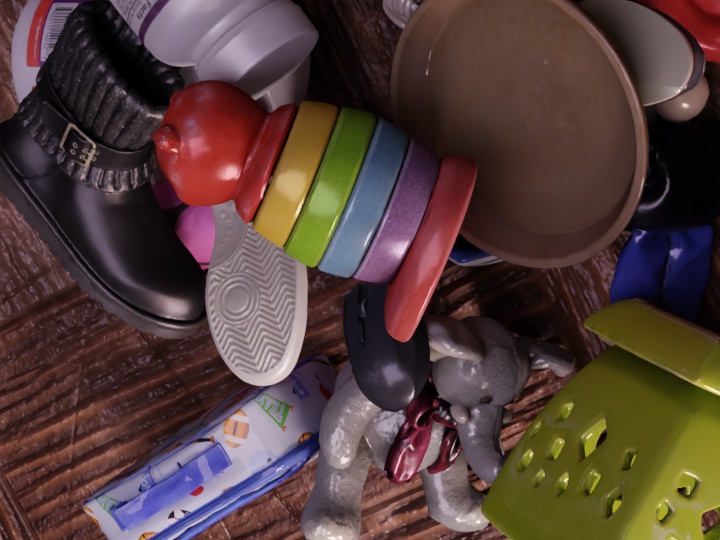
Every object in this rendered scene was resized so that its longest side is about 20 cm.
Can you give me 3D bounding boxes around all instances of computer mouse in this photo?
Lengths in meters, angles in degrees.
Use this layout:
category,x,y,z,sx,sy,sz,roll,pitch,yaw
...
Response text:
category,x,y,z,sx,sy,sz,roll,pitch,yaw
computer mouse,0.000,0.000,1.680,0.059,0.034,0.201,-33,64,37

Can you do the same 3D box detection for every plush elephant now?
category,x,y,z,sx,sy,sz,roll,pitch,yaw
plush elephant,0.062,0.094,1.739,0.155,0.164,0.201,-11,77,51

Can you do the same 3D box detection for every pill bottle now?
category,x,y,z,sx,sy,sz,roll,pitch,yaw
pill bottle,-0.141,-0.149,1.783,0.199,0.112,0.113,3,107,23
pill bottle,-0.119,-0.208,1.657,0.112,0.112,0.200,-43,80,28

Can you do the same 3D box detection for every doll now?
category,x,y,z,sx,sy,sz,roll,pitch,yaw
doll,0.203,-0.043,1.671,0.048,0.136,0.201,-135,45,-55

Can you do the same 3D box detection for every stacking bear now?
category,x,y,z,sx,sy,sz,roll,pitch,yaw
stacking bear,-0.037,-0.058,1.600,0.199,0.122,0.114,22,127,-5

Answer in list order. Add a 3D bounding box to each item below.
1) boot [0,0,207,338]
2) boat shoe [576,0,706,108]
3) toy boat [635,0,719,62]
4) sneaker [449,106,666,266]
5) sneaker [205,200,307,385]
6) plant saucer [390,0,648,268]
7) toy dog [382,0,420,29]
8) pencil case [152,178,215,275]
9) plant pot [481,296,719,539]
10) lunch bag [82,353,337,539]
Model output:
category,x,y,z,sx,sy,sz,roll,pitch,yaw
boot,-0.155,-0.067,1.715,0.211,0.079,0.158,45,124,-1
boat shoe,0.154,-0.140,1.641,0.200,0.062,0.071,9,87,48
toy boat,0.266,-0.188,1.580,0.199,0.131,0.131,5,107,22
sneaker,0.136,-0.065,1.700,0.075,0.088,0.200,49,117,5
sneaker,-0.062,-0.016,1.692,0.075,0.084,0.201,-11,73,19
plant saucer,0.106,-0.099,1.617,0.200,0.029,0.201,20,123,33
toy dog,-0.002,-0.245,1.688,0.200,0.132,0.096,28,79,27
pencil case,-0.056,-0.044,1.795,0.199,0.094,0.091,-11,57,27
plant pot,0.224,0.135,1.624,0.199,0.200,0.182,22,93,-22
lunch bag,-0.104,0.143,1.829,0.200,0.160,0.076,-34,90,28
